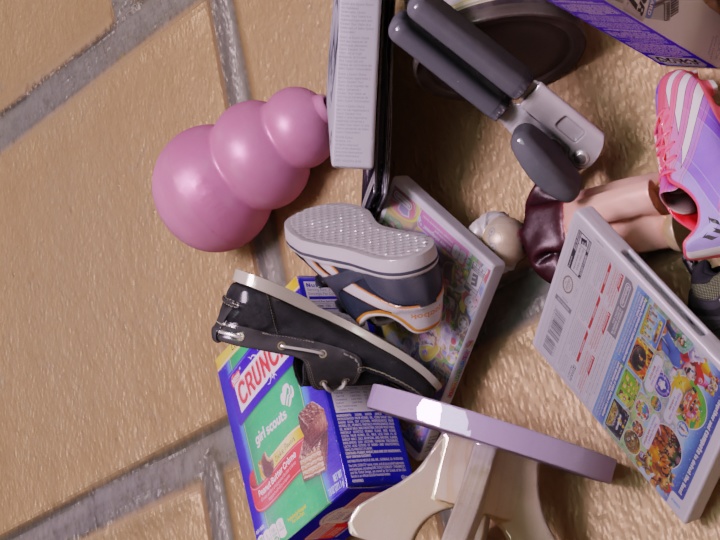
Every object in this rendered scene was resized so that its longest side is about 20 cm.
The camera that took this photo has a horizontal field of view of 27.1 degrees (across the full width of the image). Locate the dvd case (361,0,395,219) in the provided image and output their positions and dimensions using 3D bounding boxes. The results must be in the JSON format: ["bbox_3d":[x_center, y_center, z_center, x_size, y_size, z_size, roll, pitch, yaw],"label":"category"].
[{"bbox_3d":[0.017,-0.149,1.334,0.149,0.016,0.203,114,159,-79],"label":"dvd case"}]

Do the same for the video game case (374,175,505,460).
[{"bbox_3d":[0.044,0.041,1.293,0.143,0.018,0.202,44,126,39],"label":"video game case"}]

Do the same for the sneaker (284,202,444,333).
[{"bbox_3d":[0.000,0.000,1.266,0.199,0.078,0.080,27,135,57],"label":"sneaker"}]

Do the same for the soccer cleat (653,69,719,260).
[{"bbox_3d":[0.244,-0.082,1.102,0.076,0.067,0.201,-19,40,3],"label":"soccer cleat"}]

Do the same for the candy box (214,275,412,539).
[{"bbox_3d":[-0.045,0.130,1.327,0.169,0.076,0.202,-45,51,46],"label":"candy box"}]

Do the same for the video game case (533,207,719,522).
[{"bbox_3d":[0.207,0.069,1.120,0.201,0.018,0.144,52,145,37],"label":"video game case"}]

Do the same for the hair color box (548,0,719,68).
[{"bbox_3d":[0.211,-0.231,1.115,0.064,0.199,0.111,12,88,41],"label":"hair color box"}]

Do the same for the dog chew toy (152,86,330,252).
[{"bbox_3d":[-0.105,-0.104,1.434,0.199,0.124,0.126,-32,61,24],"label":"dog chew toy"}]

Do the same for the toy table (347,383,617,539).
[{"bbox_3d":[0.089,0.173,1.164,0.198,0.184,0.119,14,83,23],"label":"toy table"}]

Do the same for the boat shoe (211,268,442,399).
[{"bbox_3d":[-0.027,0.069,1.233,0.068,0.198,0.072,-66,13,-8],"label":"boat shoe"}]

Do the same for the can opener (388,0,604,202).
[{"bbox_3d":[0.107,-0.138,1.159,0.053,0.199,0.067,-44,11,37],"label":"can opener"}]

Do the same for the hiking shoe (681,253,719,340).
[{"bbox_3d":[0.311,0.000,1.057,0.198,0.075,0.102,-20,71,39],"label":"hiking shoe"}]

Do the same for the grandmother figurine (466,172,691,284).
[{"bbox_3d":[0.170,-0.038,1.208,0.198,0.060,0.123,-14,63,37],"label":"grandmother figurine"}]

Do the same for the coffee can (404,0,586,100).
[{"bbox_3d":[0.101,-0.266,1.259,0.145,0.145,0.203,-23,66,36],"label":"coffee can"}]

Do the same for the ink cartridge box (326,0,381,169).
[{"bbox_3d":[-0.004,-0.213,1.273,0.200,0.040,0.203,-95,10,-67],"label":"ink cartridge box"}]
